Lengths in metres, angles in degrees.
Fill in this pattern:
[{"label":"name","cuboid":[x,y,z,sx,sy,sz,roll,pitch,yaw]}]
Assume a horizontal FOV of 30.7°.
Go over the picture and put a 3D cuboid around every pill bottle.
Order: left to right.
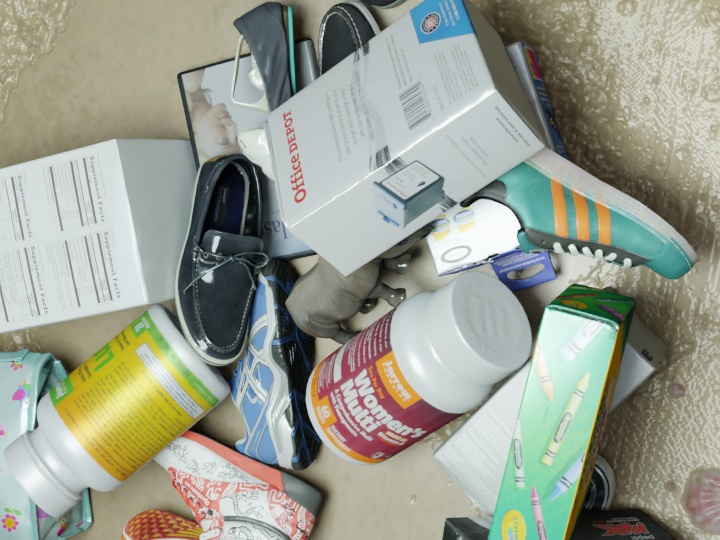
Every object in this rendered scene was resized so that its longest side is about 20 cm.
[{"label":"pill bottle","cuboid":[-0.231,0.135,1.227,0.200,0.111,0.111,-40,81,-4]},{"label":"pill bottle","cuboid":[0.049,0.085,1.138,0.200,0.109,0.110,-38,82,42]}]

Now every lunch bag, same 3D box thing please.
[{"label":"lunch bag","cuboid":[-0.372,0.175,1.329,0.169,0.122,0.202,1,101,21]}]

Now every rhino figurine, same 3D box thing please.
[{"label":"rhino figurine","cuboid":[0.000,0.000,1.157,0.087,0.060,0.200,15,141,-20]}]

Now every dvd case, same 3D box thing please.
[{"label":"dvd case","cuboid":[-0.092,-0.107,1.252,0.142,0.018,0.202,-11,92,20]}]

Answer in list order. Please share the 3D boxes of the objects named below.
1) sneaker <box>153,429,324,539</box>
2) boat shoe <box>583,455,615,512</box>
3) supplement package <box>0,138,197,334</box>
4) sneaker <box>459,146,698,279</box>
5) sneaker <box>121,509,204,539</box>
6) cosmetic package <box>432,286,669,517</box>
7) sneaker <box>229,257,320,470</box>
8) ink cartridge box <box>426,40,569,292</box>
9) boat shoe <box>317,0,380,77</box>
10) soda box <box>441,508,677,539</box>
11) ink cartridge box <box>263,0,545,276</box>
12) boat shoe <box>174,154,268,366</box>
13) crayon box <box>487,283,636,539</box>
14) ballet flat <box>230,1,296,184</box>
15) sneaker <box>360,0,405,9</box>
[{"label":"sneaker","cuboid":[-0.144,0.226,1.254,0.200,0.067,0.108,20,67,17]},{"label":"boat shoe","cuboid":[0.148,0.244,1.172,0.200,0.068,0.072,-45,80,18]},{"label":"supplement package","cuboid":[-0.266,-0.032,1.251,0.199,0.152,0.152,-11,91,21]},{"label":"sneaker","cuboid":[0.171,-0.037,1.060,0.199,0.071,0.080,31,89,8]},{"label":"sneaker","cuboid":[-0.143,0.300,1.294,0.199,0.073,0.078,23,133,14]},{"label":"cosmetic package","cuboid":[0.166,0.113,1.134,0.090,0.107,0.200,44,106,10]},{"label":"sneaker","cuboid":[-0.089,0.089,1.239,0.076,0.076,0.202,-1,93,25]},{"label":"ink cartridge box","cuboid":[0.115,-0.080,1.148,0.136,0.076,0.202,-18,87,20]},{"label":"boat shoe","cuboid":[-0.014,-0.144,1.190,0.074,0.060,0.202,2,98,45]},{"label":"soda box","cuboid":[0.166,0.246,1.103,0.198,0.071,0.064,3,106,-24]},{"label":"ink cartridge box","cuboid":[0.030,-0.114,1.056,0.199,0.086,0.147,-34,43,20]},{"label":"boat shoe","cuboid":[-0.125,-0.014,1.196,0.062,0.074,0.202,-23,60,59]},{"label":"crayon box","cuboid":[0.157,0.119,1.019,0.058,0.119,0.202,16,102,16]},{"label":"ballet flat","cuboid":[-0.082,-0.144,1.196,0.073,0.073,0.202,-10,86,21]},{"label":"sneaker","cuboid":[0.054,-0.313,1.131,0.075,0.106,0.200,41,107,12]}]
